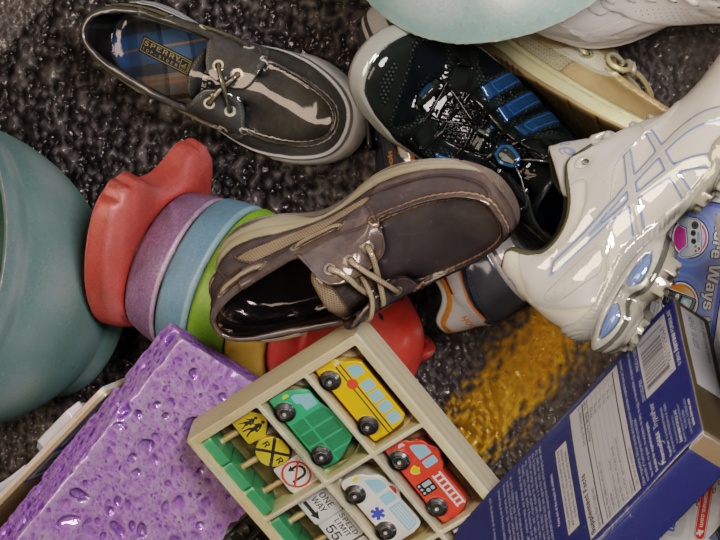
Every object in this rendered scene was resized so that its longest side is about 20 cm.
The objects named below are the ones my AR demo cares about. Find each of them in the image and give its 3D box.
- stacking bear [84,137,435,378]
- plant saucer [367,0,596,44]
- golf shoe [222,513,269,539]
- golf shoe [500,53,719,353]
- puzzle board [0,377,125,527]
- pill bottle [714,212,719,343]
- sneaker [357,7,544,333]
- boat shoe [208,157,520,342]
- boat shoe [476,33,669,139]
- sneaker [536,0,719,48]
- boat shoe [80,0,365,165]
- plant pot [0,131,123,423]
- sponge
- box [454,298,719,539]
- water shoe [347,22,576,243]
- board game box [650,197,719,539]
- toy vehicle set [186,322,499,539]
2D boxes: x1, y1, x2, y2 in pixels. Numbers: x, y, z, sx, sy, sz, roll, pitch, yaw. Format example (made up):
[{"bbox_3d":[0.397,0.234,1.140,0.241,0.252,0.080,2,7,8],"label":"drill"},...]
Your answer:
[{"bbox_3d":[-0.053,0.018,1.728,0.199,0.121,0.114,24,118,20],"label":"stacking bear"},{"bbox_3d":[0.076,-0.218,1.575,0.200,0.039,0.202,-13,56,20],"label":"plant saucer"},{"bbox_3d":[-0.122,0.185,1.787,0.200,0.077,0.088,-42,63,24],"label":"golf shoe"},{"bbox_3d":[0.150,-0.057,1.541,0.097,0.078,0.201,31,85,9],"label":"golf shoe"},{"bbox_3d":[-0.185,0.121,1.779,0.017,0.151,0.200,49,113,11],"label":"puzzle board"},{"bbox_3d":[0.246,0.061,1.477,0.113,0.113,0.201,-14,83,30],"label":"pill bottle"},{"bbox_3d":[0.034,-0.057,1.689,0.079,0.078,0.201,-32,76,21],"label":"sneaker"},{"bbox_3d":[0.000,0.000,1.598,0.199,0.073,0.075,-20,123,33],"label":"boat shoe"},{"bbox_3d":[0.115,-0.123,1.649,0.200,0.073,0.063,33,82,33],"label":"boat shoe"},{"bbox_3d":[0.172,-0.166,1.561,0.199,0.099,0.078,-4,86,7],"label":"sneaker"},{"bbox_3d":[-0.087,-0.115,1.773,0.199,0.057,0.069,23,102,29],"label":"boat shoe"},{"bbox_3d":[-0.230,0.011,1.800,0.200,0.134,0.201,-14,70,43],"label":"plant pot"},{"bbox_3d":[-0.129,0.135,1.693,0.200,0.111,0.030,-50,31,8],"label":"sponge"},{"bbox_3d":[0.123,0.122,1.561,0.200,0.032,0.121,-48,24,26],"label":"box"},{"bbox_3d":[0.084,-0.071,1.598,0.072,0.200,0.079,-57,27,1],"label":"water shoe"},{"bbox_3d":[0.249,0.065,1.574,0.195,0.056,0.201,12,96,30],"label":"board game box"},{"bbox_3d":[0.010,0.133,1.663,0.124,0.027,0.200,-33,109,20],"label":"toy vehicle set"}]
